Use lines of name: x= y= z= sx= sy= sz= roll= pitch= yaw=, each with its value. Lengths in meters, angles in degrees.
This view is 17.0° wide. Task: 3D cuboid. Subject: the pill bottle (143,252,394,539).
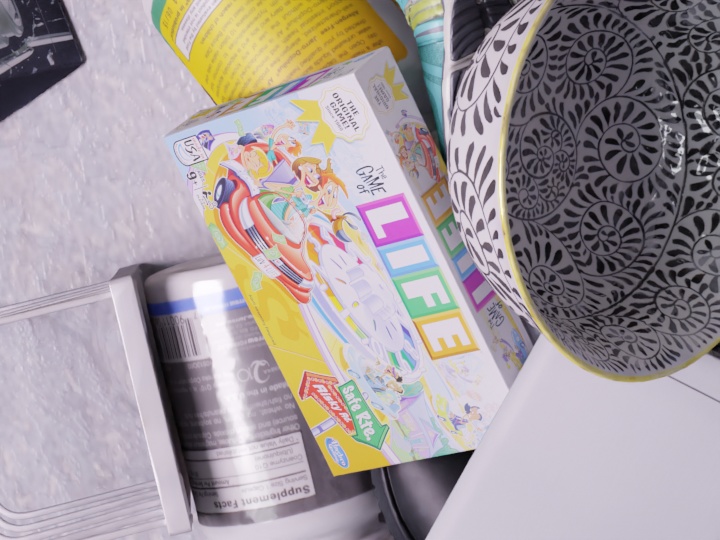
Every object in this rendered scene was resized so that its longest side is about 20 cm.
pill bottle: x=-0.045 y=0.088 z=1.334 sx=0.113 sy=0.113 sz=0.201 roll=-9 pitch=97 yaw=42

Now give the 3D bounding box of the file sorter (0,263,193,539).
file sorter: x=-0.169 y=0.081 z=1.361 sx=0.200 sy=0.124 sz=0.140 roll=-159 pitch=55 yaw=-85

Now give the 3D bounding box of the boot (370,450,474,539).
boot: x=0.093 y=0.150 z=1.232 sx=0.162 sy=0.073 sz=0.199 roll=-17 pitch=98 yaw=63

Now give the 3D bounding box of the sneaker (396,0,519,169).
sneaker: x=0.049 y=-0.136 z=1.170 sx=0.079 sy=0.077 sz=0.201 roll=2 pitch=104 yaw=57

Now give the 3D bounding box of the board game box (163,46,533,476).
board game box: x=0.000 y=0.000 z=1.195 sx=0.134 sy=0.034 sz=0.201 roll=-15 pitch=107 yaw=41

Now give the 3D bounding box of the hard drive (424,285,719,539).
hard drive: x=0.107 y=0.122 z=1.121 sx=0.131 sy=0.027 sz=0.201 roll=27 pitch=79 yaw=18

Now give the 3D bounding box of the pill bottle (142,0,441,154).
pill bottle: x=-0.016 y=-0.101 z=1.256 sx=0.200 sy=0.112 sz=0.113 roll=51 pitch=129 yaw=17

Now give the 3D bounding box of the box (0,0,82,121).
box: x=-0.303 y=-0.175 z=1.423 sx=0.124 sy=0.196 sz=0.201 roll=-26 pitch=85 yaw=41

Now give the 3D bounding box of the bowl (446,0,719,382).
bowl: x=0.103 y=-0.055 z=1.109 sx=0.094 sy=0.200 sz=0.202 roll=10 pitch=109 yaw=47

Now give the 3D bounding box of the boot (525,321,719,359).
boot: x=0.153 y=0.041 z=1.190 sx=0.095 sy=0.073 sz=0.201 roll=-26 pitch=93 yaw=36
